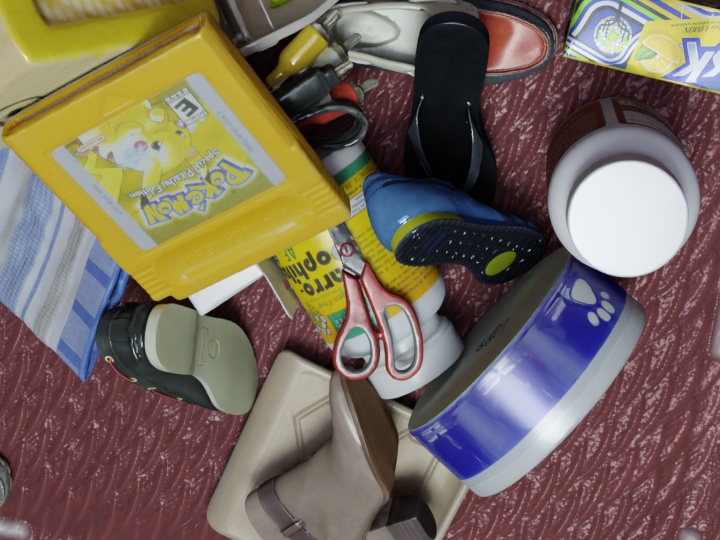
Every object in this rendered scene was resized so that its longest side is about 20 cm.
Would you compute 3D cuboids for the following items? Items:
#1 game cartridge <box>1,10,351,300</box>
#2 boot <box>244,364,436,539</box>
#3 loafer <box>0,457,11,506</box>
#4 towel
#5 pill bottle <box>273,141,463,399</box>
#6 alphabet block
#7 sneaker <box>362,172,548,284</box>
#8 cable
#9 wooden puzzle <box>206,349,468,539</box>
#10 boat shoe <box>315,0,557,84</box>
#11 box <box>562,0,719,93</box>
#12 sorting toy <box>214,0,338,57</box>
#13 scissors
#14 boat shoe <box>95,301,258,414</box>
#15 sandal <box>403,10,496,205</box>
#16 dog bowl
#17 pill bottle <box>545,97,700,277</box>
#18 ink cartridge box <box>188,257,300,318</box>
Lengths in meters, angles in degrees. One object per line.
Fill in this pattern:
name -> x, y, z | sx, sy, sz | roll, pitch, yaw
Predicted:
game cartridge -> -0.129, -0.072, 1.051 | 0.176, 0.032, 0.200 | -25, 128, 17
boot -> -0.031, 0.180, 1.206 | 0.146, 0.070, 0.200 | -16, 111, 25
loafer -> -0.420, 0.190, 1.312 | 0.199, 0.070, 0.070 | 2, 106, 6
towel -> -0.262, -0.021, 1.200 | 0.200, 0.024, 0.147 | 38, 114, 35
pill bottle -> 0.000, 0.000, 1.184 | 0.113, 0.113, 0.200 | -28, 101, 14
alphabet block -> -0.260, -0.211, 1.064 | 0.200, 0.195, 0.197 | -26, 89, 44
sneaker -> 0.078, -0.041, 1.150 | 0.066, 0.200, 0.079 | -48, 56, 24
cable -> -0.076, -0.114, 1.118 | 0.200, 0.050, 0.097 | -29, 118, 3
wooden puzzle -> -0.015, 0.186, 1.278 | 0.200, 0.046, 0.186 | 27, 107, 4
boat shoe -> 0.058, -0.186, 1.151 | 0.199, 0.063, 0.071 | 8, 105, 3
box -> 0.261, -0.179, 1.123 | 0.199, 0.070, 0.065 | 13, 109, 3
sorting toy -> -0.057, -0.279, 1.125 | 0.180, 0.107, 0.201 | -24, 88, -3
scissors -> 0.000, -0.008, 1.121 | 0.073, 0.014, 0.201 | -11, 98, -2
boat shoe -> -0.146, 0.072, 1.200 | 0.063, 0.201, 0.074 | 0, 73, 24
sandal -> 0.068, -0.109, 1.148 | 0.076, 0.043, 0.201 | 0, 131, 8
dog bowl -> 0.130, 0.078, 1.146 | 0.079, 0.200, 0.200 | 42, 106, -3
pill bottle -> 0.197, -0.062, 1.097 | 0.112, 0.200, 0.113 | 2, 106, 7
ink cartridge box -> -0.129, -0.041, 1.185 | 0.067, 0.117, 0.200 | -32, 100, 11
